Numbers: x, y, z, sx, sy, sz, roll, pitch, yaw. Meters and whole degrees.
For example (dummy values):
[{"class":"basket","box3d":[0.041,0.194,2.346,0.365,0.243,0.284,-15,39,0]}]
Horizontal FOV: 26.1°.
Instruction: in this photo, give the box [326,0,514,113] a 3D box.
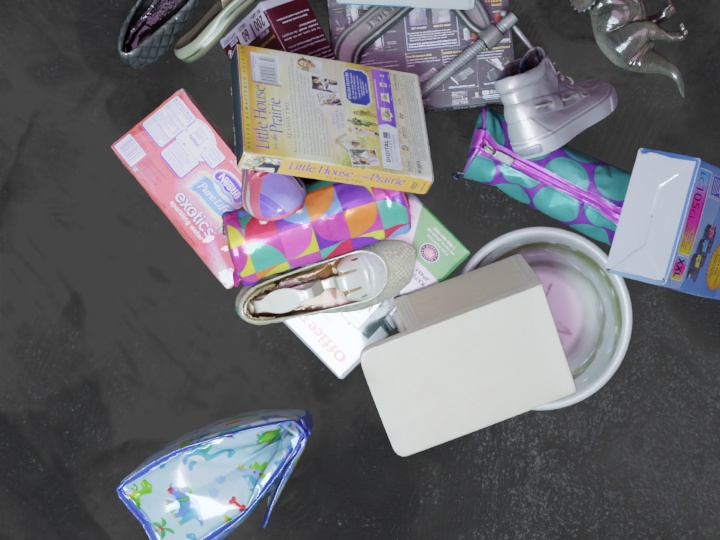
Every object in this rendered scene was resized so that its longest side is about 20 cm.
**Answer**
[{"class":"box","box3d":[0.066,-0.251,1.698,0.200,0.050,0.158,-6,91,2]}]

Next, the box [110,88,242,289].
[{"class":"box","box3d":[-0.165,-0.088,1.686,0.103,0.095,0.200,-40,91,2]}]

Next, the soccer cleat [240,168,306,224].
[{"class":"soccer cleat","box3d":[-0.097,-0.115,1.578,0.067,0.200,0.076,-16,120,2]}]

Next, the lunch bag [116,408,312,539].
[{"class":"lunch bag","box3d":[-0.138,0.215,1.657,0.200,0.170,0.127,-34,90,0]}]

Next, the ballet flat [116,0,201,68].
[{"class":"ballet flat","box3d":[-0.204,-0.309,1.700,0.066,0.057,0.200,28,92,0]}]

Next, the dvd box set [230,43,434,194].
[{"class":"dvd box set","box3d":[-0.030,-0.152,1.566,0.200,0.029,0.146,6,53,-19]}]

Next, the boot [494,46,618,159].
[{"class":"boot","box3d":[0.206,-0.192,1.625,0.074,0.200,0.096,-12,105,33]}]

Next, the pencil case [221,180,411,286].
[{"class":"pencil case","box3d":[-0.047,-0.049,1.603,0.200,0.088,0.088,-18,91,-1]}]

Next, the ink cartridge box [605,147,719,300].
[{"class":"ink cartridge box","box3d":[0.352,-0.045,1.646,0.076,0.200,0.136,17,94,35]}]

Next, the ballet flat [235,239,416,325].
[{"class":"ballet flat","box3d":[-0.034,0.020,1.619,0.200,0.062,0.067,-18,95,3]}]

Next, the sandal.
[{"class":"sandal","box3d":[-0.139,-0.312,1.683,0.057,0.080,0.201,42,93,-17]}]

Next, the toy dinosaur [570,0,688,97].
[{"class":"toy dinosaur","box3d":[0.291,-0.272,1.690,0.102,0.077,0.200,-27,96,14]}]

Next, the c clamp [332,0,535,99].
[{"class":"c clamp","box3d":[0.078,-0.231,1.659,0.200,0.027,0.171,-34,91,1]}]

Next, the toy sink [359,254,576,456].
[{"class":"toy sink","box3d":[0.102,0.086,1.612,0.200,0.112,0.130,-21,110,-1]}]

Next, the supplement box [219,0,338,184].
[{"class":"supplement box","box3d":[-0.064,-0.187,1.667,0.061,0.109,0.200,-27,88,-33]}]

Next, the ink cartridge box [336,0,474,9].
[{"class":"ink cartridge box","box3d":[0.052,-0.383,1.640,0.146,0.086,0.200,3,68,1]}]

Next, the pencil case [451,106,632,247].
[{"class":"pencil case","box3d":[0.206,-0.099,1.676,0.200,0.092,0.085,25,102,2]}]

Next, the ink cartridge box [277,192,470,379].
[{"class":"ink cartridge box","box3d":[0.000,0.000,1.690,0.147,0.083,0.200,45,93,0]}]

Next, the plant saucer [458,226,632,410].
[{"class":"plant saucer","box3d":[0.196,0.051,1.703,0.200,0.050,0.200,0,92,1]}]
